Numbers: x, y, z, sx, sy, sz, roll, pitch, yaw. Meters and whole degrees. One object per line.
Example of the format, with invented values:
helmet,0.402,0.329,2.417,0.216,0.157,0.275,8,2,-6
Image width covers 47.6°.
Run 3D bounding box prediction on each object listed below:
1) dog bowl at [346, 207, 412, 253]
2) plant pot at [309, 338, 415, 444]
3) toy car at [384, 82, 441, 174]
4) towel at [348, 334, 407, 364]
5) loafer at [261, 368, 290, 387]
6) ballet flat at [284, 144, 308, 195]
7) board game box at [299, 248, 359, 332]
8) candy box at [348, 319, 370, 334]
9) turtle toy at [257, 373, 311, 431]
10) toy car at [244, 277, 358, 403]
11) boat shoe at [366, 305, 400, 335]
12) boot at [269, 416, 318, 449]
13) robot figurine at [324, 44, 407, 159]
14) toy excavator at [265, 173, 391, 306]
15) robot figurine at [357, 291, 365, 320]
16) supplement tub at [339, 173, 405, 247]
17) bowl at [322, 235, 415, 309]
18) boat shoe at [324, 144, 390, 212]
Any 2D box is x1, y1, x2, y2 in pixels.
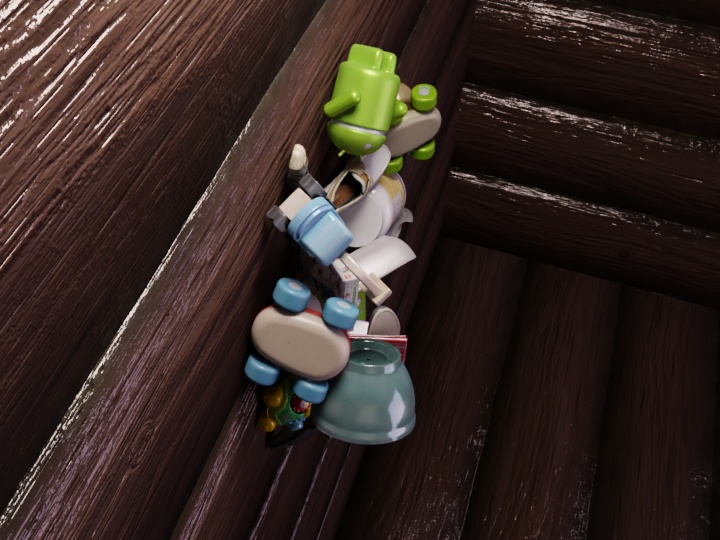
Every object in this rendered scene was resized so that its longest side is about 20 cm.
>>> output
dog bowl,0.033,-0.082,1.920,0.200,0.059,0.201,-39,-153,24
plant pot,0.010,0.207,1.497,0.200,0.198,0.136,-50,148,-67
toy car,0.061,-0.339,1.719,0.156,0.201,0.165,-24,145,-16
towel,0.014,0.192,1.614,0.201,0.142,0.023,96,-5,-46
loafer,-0.143,0.134,1.549,0.071,0.067,0.201,61,41,-31
ballet flat,-0.095,-0.146,1.396,0.201,0.056,0.067,87,20,-60
board game box,-0.061,0.005,1.526,0.201,0.034,0.127,-124,-149,-43
candy box,-0.060,0.158,1.712,0.201,0.166,0.072,83,23,-64
turtle toy,-0.125,0.232,1.607,0.146,0.100,0.202,-63,172,-50
toy car,-0.099,0.097,1.467,0.200,0.175,0.186,-83,-165,-69
boat shoe,0.036,0.133,1.632,0.072,0.063,0.201,-23,139,-15
boot,-0.132,0.289,1.736,0.199,0.132,0.067,-35,157,27
robot figurine,0.004,-0.305,1.500,0.175,0.115,0.203,-3,111,-56
toy excavator,-0.041,-0.035,1.352,0.100,0.200,0.195,-42,159,-1
robot figurine,-0.045,0.087,1.844,0.201,0.114,0.177,89,1,-52
supplement tub,0.011,-0.140,1.740,0.200,0.144,0.147,-53,156,-64
bowl,0.000,0.000,1.662,0.198,0.075,0.200,-29,177,-18
boat shoe,-0.007,-0.172,1.580,0.200,0.075,0.068,-47,-157,-15
